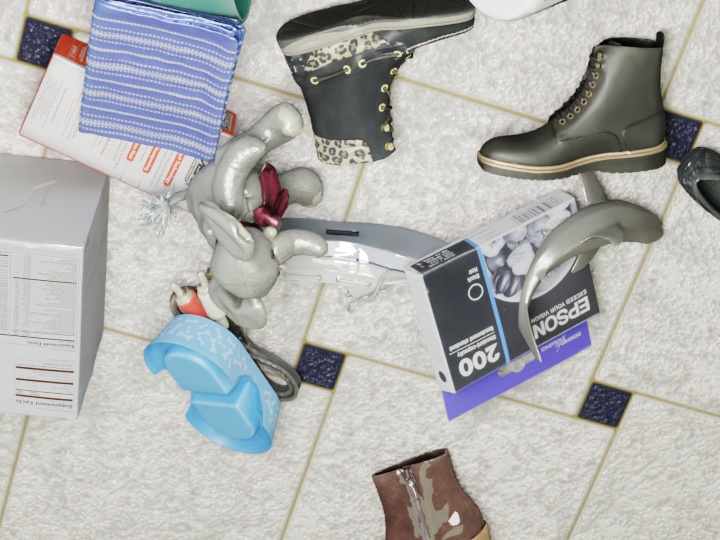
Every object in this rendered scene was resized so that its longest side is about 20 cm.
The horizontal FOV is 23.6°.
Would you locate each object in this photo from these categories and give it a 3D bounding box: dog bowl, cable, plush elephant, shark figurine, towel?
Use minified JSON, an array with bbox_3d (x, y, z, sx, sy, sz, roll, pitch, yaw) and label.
[{"bbox_3d":[-0.156,0.122,1.885,0.110,0.050,0.201,3,142,33],"label":"dog bowl"},{"bbox_3d":[-0.142,0.077,1.889,0.096,0.051,0.201,-18,117,18],"label":"cable"},{"bbox_3d":[-0.106,-0.042,1.718,0.198,0.156,0.165,-24,150,-13],"label":"plush elephant"},{"bbox_3d":[0.230,-0.017,1.780,0.214,0.089,0.129,-39,120,-15],"label":"shark figurine"},{"bbox_3d":[-0.195,-0.182,1.660,0.143,0.024,0.201,12,143,-6],"label":"towel"}]

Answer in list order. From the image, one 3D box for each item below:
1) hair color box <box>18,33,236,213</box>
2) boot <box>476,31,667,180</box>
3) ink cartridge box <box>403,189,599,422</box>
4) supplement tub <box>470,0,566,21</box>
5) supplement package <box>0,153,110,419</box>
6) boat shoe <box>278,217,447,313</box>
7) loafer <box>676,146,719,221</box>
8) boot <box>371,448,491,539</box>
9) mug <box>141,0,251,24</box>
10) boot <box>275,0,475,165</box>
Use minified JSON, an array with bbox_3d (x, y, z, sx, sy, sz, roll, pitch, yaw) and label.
[{"bbox_3d":[-0.238,-0.150,1.771,0.198,0.061,0.102,25,115,-12],"label":"hair color box"},{"bbox_3d":[0.216,-0.171,1.759,0.197,0.078,0.140,-7,115,-11],"label":"boot"},{"bbox_3d":[0.160,0.044,1.839,0.197,0.043,0.202,-27,119,-18],"label":"ink cartridge box"},{"bbox_3d":[0.187,-0.315,1.600,0.199,0.122,0.124,-26,126,-35],"label":"supplement tub"},{"bbox_3d":[-0.345,0.013,1.784,0.145,0.192,0.202,6,118,-2],"label":"supplement package"},{"bbox_3d":[-0.001,0.002,1.843,0.199,0.075,0.087,6,118,-1],"label":"boat shoe"},{"bbox_3d":[0.419,-0.058,1.811,0.199,0.071,0.068,29,115,-14],"label":"loafer"},{"bbox_3d":[0.048,0.308,2.023,0.198,0.072,0.168,-23,104,14],"label":"boot"},{"bbox_3d":[-0.168,-0.296,1.641,0.113,0.153,0.187,-1,119,6],"label":"mug"},{"bbox_3d":[0.028,-0.195,1.742,0.201,0.074,0.155,-9,121,10],"label":"boot"}]
